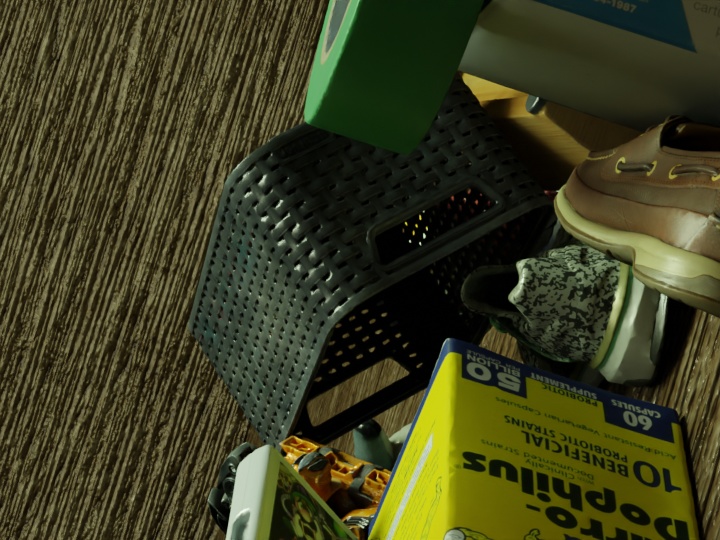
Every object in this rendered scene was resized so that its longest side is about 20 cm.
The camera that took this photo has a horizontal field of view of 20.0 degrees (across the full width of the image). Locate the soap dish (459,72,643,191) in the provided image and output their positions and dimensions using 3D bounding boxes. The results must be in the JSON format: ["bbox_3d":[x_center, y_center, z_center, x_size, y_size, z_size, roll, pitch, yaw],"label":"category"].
[{"bbox_3d":[0.111,-0.120,1.036,0.158,0.081,0.200,-68,18,-5],"label":"soap dish"}]

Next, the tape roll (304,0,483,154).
[{"bbox_3d":[0.028,-0.151,0.852,0.200,0.048,0.202,-163,90,-84],"label":"tape roll"}]

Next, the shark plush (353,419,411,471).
[{"bbox_3d":[0.027,0.156,1.293,0.200,0.090,0.084,-56,48,50],"label":"shark plush"}]

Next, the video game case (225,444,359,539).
[{"bbox_3d":[0.009,0.192,0.838,0.023,0.200,0.182,-33,22,20],"label":"video game case"}]

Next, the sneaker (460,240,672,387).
[{"bbox_3d":[0.091,0.013,0.997,0.200,0.088,0.077,141,146,-80],"label":"sneaker"}]

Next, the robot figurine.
[{"bbox_3d":[-0.007,0.168,1.044,0.058,0.144,0.201,-39,-46,-38],"label":"robot figurine"}]

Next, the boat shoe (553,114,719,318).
[{"bbox_3d":[0.136,-0.027,0.837,0.200,0.072,0.068,-131,64,-75],"label":"boat shoe"}]

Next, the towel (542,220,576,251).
[{"bbox_3d":[0.135,-0.082,1.170,0.147,0.024,0.201,-83,12,-62],"label":"towel"}]

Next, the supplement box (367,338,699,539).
[{"bbox_3d":[0.065,0.134,0.806,0.200,0.108,0.110,-85,15,-61],"label":"supplement box"}]

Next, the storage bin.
[{"bbox_3d":[0.000,0.000,1.033,0.135,0.094,0.200,-28,-19,-23],"label":"storage bin"}]

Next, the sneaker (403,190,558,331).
[{"bbox_3d":[0.071,-0.003,1.172,0.200,0.077,0.083,136,130,-84],"label":"sneaker"}]

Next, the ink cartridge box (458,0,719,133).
[{"bbox_3d":[0.137,-0.170,0.830,0.145,0.146,0.201,141,145,-79],"label":"ink cartridge box"}]
